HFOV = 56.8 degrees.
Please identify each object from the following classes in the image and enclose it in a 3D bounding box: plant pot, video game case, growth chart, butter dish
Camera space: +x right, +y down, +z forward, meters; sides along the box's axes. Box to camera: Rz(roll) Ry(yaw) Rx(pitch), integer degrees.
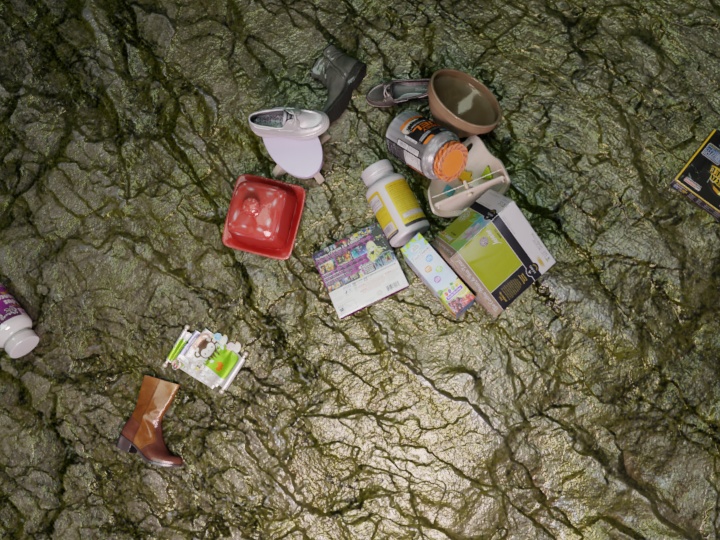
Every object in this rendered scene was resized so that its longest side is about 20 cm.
[{"bbox_3d":[0.243,-0.399,1.659,0.198,0.093,0.203,14,51,-17],"label":"plant pot"},{"bbox_3d":[0.000,0.000,1.690,0.198,0.036,0.183,-26,80,4],"label":"video game case"},{"bbox_3d":[-0.399,0.224,1.728,0.198,0.018,0.146,24,86,9],"label":"growth chart"},{"bbox_3d":[-0.259,-0.149,1.690,0.197,0.148,0.203,14,84,9],"label":"butter dish"}]

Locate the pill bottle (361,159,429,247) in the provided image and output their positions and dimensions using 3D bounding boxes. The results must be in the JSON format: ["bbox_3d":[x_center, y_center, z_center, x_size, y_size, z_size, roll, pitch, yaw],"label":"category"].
[{"bbox_3d":[0.081,-0.170,1.662,0.110,0.111,0.202,-28,80,4],"label":"pill bottle"}]

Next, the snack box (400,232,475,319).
[{"bbox_3d":[0.185,0.017,1.594,0.067,0.169,0.201,-39,78,1],"label":"snack box"}]

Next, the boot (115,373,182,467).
[{"bbox_3d":[-0.508,0.387,1.712,0.186,0.069,0.202,19,78,17],"label":"boot"}]

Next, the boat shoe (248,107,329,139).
[{"bbox_3d":[-0.177,-0.367,1.627,0.197,0.069,0.073,6,84,7],"label":"boat shoe"}]

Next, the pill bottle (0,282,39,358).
[{"bbox_3d":[-0.948,0.131,1.769,0.112,0.112,0.200,-44,80,0],"label":"pill bottle"}]

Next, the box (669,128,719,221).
[{"bbox_3d":[0.873,-0.213,1.589,0.200,0.049,0.160,40,88,11],"label":"box"}]

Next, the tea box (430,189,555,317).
[{"bbox_3d":[0.308,-0.042,1.560,0.196,0.134,0.200,-41,114,0],"label":"tea box"}]

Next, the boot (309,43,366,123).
[{"bbox_3d":[-0.082,-0.491,1.758,0.130,0.068,0.201,29,80,15],"label":"boot"}]

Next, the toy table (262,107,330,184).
[{"bbox_3d":[-0.163,-0.314,1.713,0.182,0.117,0.202,-26,80,3],"label":"toy table"}]

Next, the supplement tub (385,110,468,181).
[{"bbox_3d":[0.162,-0.300,1.624,0.123,0.122,0.200,-50,49,0],"label":"supplement tub"}]

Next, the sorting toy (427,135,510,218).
[{"bbox_3d":[0.258,-0.243,1.659,0.198,0.107,0.182,-21,68,15],"label":"sorting toy"}]

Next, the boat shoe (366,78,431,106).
[{"bbox_3d":[0.109,-0.468,1.724,0.197,0.057,0.068,-4,82,7],"label":"boat shoe"}]
